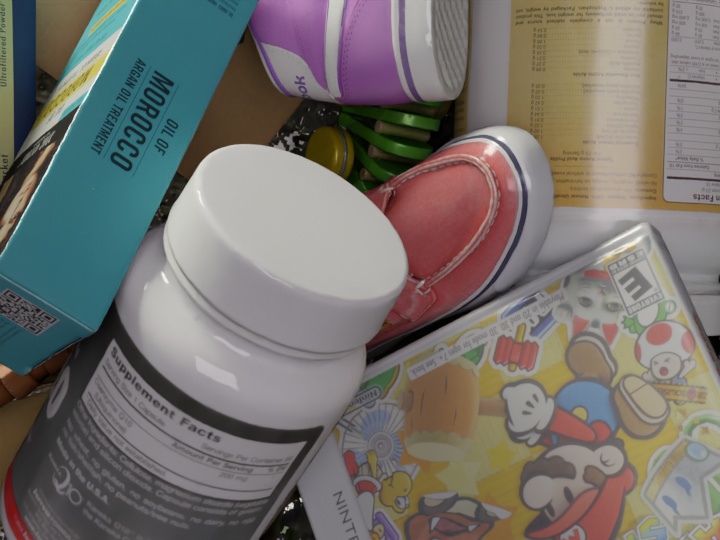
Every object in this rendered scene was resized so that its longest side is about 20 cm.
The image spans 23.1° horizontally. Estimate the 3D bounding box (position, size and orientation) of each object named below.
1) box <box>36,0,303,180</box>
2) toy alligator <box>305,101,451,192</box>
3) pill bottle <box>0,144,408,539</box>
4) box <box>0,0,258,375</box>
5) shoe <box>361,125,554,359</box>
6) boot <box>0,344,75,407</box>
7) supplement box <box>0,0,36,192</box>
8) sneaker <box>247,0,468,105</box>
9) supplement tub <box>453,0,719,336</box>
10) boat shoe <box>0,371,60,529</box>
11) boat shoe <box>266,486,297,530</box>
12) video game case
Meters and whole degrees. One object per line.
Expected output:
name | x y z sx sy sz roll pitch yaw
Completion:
box | -0.066 -0.154 0.849 0.163 0.021 0.200 37 95 -33
toy alligator | 0.023 -0.095 0.865 0.059 0.054 0.200 7 107 -34
pill bottle | -0.068 0.051 0.752 0.114 0.114 0.200 30 121 -4
box | -0.108 -0.058 0.749 0.049 0.082 0.200 33 60 -19
shoe | 0.000 0.000 0.809 0.091 0.200 0.072 -11 73 -38
boot | -0.183 0.051 0.803 0.155 0.200 0.074 -17 121 3
supplement box | -0.278 -0.059 0.754 0.200 0.200 0.134 0 91 32
sneaker | -0.008 -0.176 0.809 0.114 0.073 0.201 1 81 24
supplement tub | 0.117 -0.071 0.849 0.144 0.145 0.200 2 91 -4
boat shoe | -0.190 0.101 0.860 0.200 0.076 0.072 -27 92 -4
boat shoe | -0.097 0.139 0.877 0.068 0.072 0.200 37 78 0
video game case | 0.074 0.103 0.761 0.200 0.023 0.182 -28 67 19
